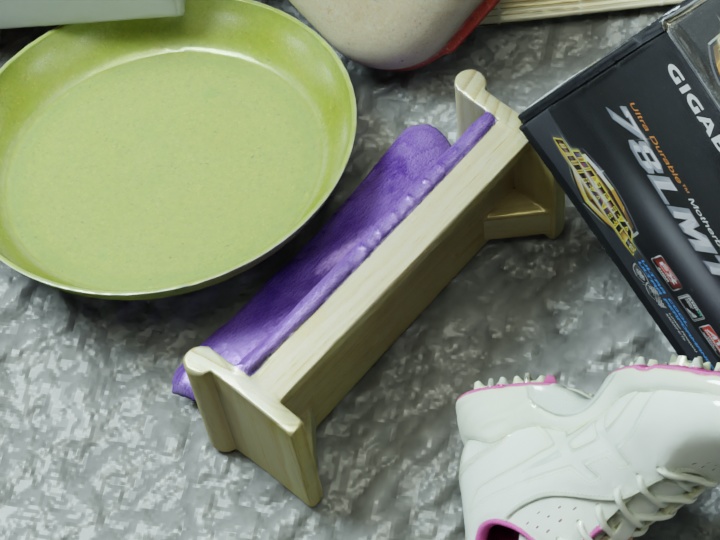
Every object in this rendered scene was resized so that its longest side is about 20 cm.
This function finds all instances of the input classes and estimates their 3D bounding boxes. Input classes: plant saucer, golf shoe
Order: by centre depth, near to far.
[{"bbox_3d":[0.113,0.088,0.971,0.075,0.200,0.092,19,71,-30],"label":"golf shoe"},{"bbox_3d":[-0.098,-0.057,1.123,0.199,0.031,0.201,-5,50,6],"label":"plant saucer"}]

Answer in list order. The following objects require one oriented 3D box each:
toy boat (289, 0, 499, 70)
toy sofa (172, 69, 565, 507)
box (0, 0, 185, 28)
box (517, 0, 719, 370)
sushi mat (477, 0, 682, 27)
[{"bbox_3d":[0.007,-0.204,1.167,0.200,0.131,0.131,48,119,7],"label":"toy boat"},{"bbox_3d":[0.000,0.000,1.067,0.097,0.083,0.200,36,70,22],"label":"toy sofa"},{"bbox_3d":[-0.190,-0.212,1.178,0.199,0.107,0.153,-3,48,5],"label":"box"},{"bbox_3d":[0.161,-0.011,0.950,0.050,0.198,0.200,-35,92,-12],"label":"box"},{"bbox_3d":[0.150,-0.175,1.189,0.199,0.012,0.096,-6,61,3],"label":"sushi mat"}]
